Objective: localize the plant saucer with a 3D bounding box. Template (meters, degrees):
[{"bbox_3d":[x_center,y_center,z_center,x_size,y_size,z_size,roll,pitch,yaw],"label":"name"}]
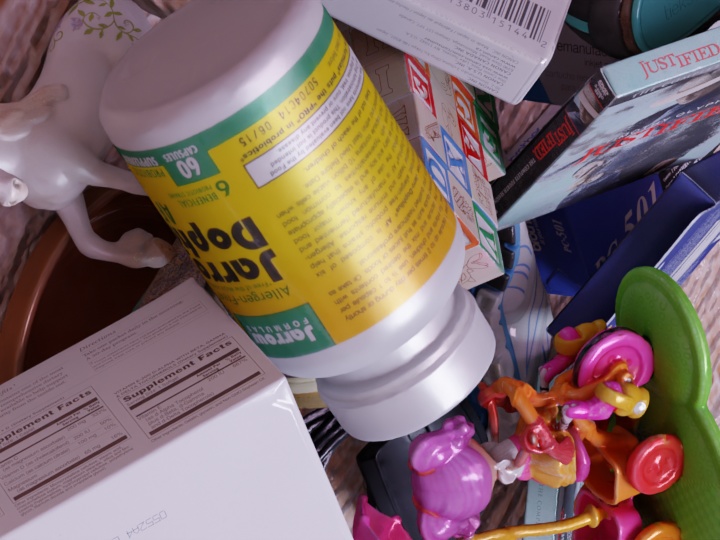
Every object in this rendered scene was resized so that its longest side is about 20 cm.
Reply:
[{"bbox_3d":[-0.110,0.048,1.429,0.200,0.032,0.201,-13,107,-51],"label":"plant saucer"}]

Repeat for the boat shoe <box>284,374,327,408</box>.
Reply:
[{"bbox_3d":[-0.001,0.000,1.495,0.201,0.072,0.066,-54,145,-56],"label":"boat shoe"}]

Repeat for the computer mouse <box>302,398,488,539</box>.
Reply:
[{"bbox_3d":[0.014,0.119,1.553,0.140,0.046,0.200,-33,151,-16],"label":"computer mouse"}]

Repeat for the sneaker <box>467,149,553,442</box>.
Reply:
[{"bbox_3d":[0.072,0.006,1.638,0.087,0.075,0.200,-42,137,-48],"label":"sneaker"}]

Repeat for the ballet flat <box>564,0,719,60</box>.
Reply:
[{"bbox_3d":[0.178,-0.159,1.496,0.200,0.068,0.068,-21,113,-39],"label":"ballet flat"}]

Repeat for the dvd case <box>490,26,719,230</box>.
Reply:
[{"bbox_3d":[0.151,-0.080,1.489,0.146,0.200,0.022,-20,77,-23],"label":"dvd case"}]

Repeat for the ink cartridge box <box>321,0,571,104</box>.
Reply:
[{"bbox_3d":[0.021,-0.197,1.436,0.045,0.200,0.176,-55,-170,55],"label":"ink cartridge box"}]

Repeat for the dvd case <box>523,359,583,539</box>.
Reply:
[{"bbox_3d":[0.135,0.108,1.705,0.200,0.022,0.146,-29,125,-69],"label":"dvd case"}]

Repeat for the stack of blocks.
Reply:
[{"bbox_3d":[0.022,-0.080,1.470,0.115,0.058,0.200,47,27,-46],"label":"stack of blocks"}]

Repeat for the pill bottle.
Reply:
[{"bbox_3d":[-0.022,-0.024,1.308,0.113,0.113,0.200,-52,121,-33],"label":"pill bottle"}]

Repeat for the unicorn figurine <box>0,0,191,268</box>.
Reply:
[{"bbox_3d":[-0.127,-0.065,1.344,0.137,0.074,0.200,30,47,-16],"label":"unicorn figurine"}]

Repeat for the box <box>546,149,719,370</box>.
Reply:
[{"bbox_3d":[0.170,-0.013,1.636,0.121,0.032,0.200,-51,171,21],"label":"box"}]

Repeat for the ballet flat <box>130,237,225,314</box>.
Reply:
[{"bbox_3d":[-0.052,-0.016,1.411,0.068,0.067,0.200,43,63,-48],"label":"ballet flat"}]

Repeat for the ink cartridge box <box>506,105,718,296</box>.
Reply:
[{"bbox_3d":[0.162,-0.081,1.748,0.200,0.044,0.094,-47,130,-36],"label":"ink cartridge box"}]

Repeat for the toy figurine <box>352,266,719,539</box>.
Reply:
[{"bbox_3d":[0.083,0.112,1.492,0.184,0.150,0.200,-17,124,-24],"label":"toy figurine"}]

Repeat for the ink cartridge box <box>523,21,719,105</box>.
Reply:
[{"bbox_3d":[0.126,-0.195,1.591,0.086,0.146,0.201,-17,110,-45],"label":"ink cartridge box"}]

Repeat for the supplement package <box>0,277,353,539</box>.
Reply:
[{"bbox_3d":[-0.115,0.130,1.308,0.200,0.111,0.156,-29,124,-11],"label":"supplement package"}]
